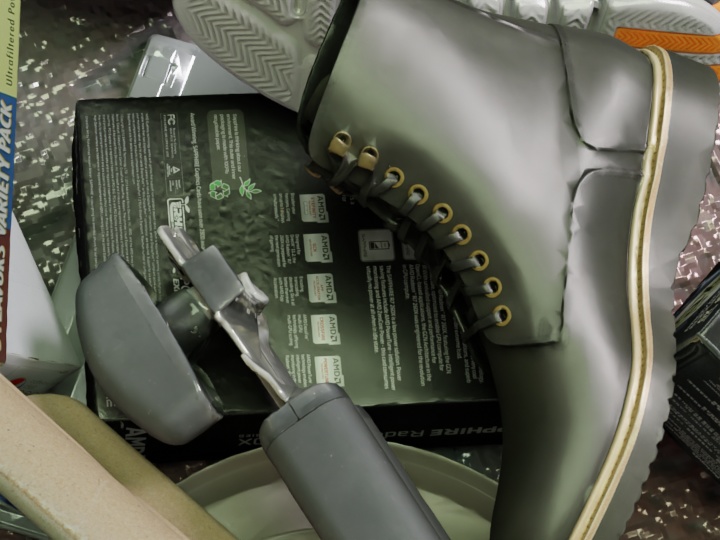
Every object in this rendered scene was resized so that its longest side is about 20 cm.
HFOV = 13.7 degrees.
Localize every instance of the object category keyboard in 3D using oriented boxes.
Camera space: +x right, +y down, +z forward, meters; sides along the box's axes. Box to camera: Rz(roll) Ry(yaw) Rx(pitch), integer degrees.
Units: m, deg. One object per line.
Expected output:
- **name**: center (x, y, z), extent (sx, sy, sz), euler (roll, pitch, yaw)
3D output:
- **keyboard**: center (-0.080, 0.006, 1.076), extent (0.056, 0.011, 0.200), euler (19, 67, -1)

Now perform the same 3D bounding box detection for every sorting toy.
- **sorting toy**: center (-0.070, 0.080, 0.882), extent (0.185, 0.200, 0.036), euler (39, 88, 19)

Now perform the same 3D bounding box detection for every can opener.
- **can opener**: center (-0.023, 0.069, 0.962), extent (0.067, 0.053, 0.200), euler (-35, 66, 3)

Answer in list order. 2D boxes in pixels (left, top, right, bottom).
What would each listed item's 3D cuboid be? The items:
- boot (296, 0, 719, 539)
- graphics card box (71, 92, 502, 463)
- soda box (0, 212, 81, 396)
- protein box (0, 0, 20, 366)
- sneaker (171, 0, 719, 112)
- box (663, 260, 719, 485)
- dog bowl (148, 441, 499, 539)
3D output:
- **boot**: center (0.030, 0.003, 0.972), extent (0.138, 0.077, 0.200), euler (19, 62, -15)
- **graphics card box**: center (0.000, 0.000, 1.055), extent (0.200, 0.051, 0.126), euler (-3, 68, -9)
- **soda box**: center (-0.175, -0.037, 1.046), extent (0.068, 0.064, 0.200), euler (-33, 70, 19)
- **protein box**: center (-0.243, -0.043, 0.933), extent (0.198, 0.200, 0.135), euler (-3, 81, 27)
- **sneaker**: center (0.030, -0.109, 1.064), extent (0.200, 0.078, 0.112), euler (9, 39, -12)
- **box**: center (0.219, 0.042, 1.010), extent (0.200, 0.086, 0.164), euler (43, 70, -2)
- **dog bowl**: center (-0.008, 0.159, 0.987), extent (0.200, 0.059, 0.200), euler (1, 67, -2)
